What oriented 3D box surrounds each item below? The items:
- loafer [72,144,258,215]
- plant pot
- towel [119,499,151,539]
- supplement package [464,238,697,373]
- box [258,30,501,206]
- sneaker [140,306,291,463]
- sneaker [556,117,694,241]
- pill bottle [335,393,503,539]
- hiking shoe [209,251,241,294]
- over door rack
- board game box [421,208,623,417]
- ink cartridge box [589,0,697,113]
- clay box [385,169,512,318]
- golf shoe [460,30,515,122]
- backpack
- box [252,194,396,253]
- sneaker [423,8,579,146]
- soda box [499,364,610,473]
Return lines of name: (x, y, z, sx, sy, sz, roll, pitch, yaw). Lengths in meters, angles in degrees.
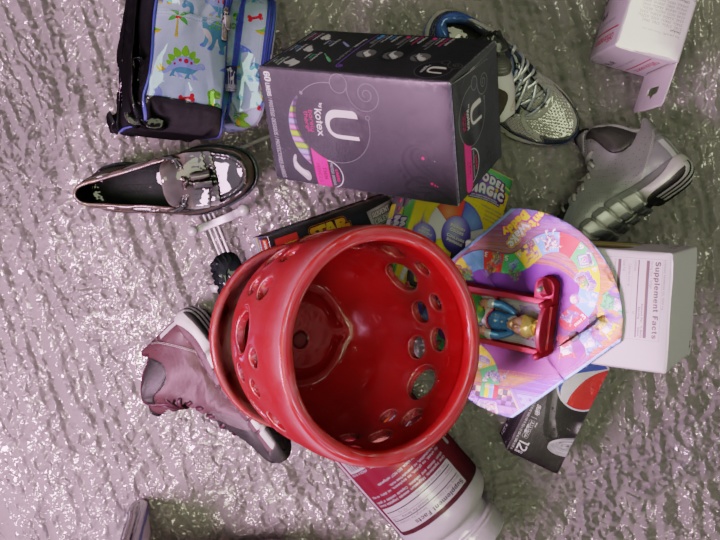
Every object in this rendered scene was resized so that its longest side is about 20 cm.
loafer: (-0.203, -0.086, 0.965, 0.200, 0.063, 0.072, -5, 101, 22)
plant pot: (-0.022, 0.061, 0.834, 0.200, 0.182, 0.201, 0, 90, -30)
towel: (-0.237, 0.363, 1.015, 0.024, 0.147, 0.201, -5, 97, -7)
supplement package: (0.213, 0.026, 0.914, 0.200, 0.114, 0.110, 5, 97, 29)
box: (0.020, -0.148, 0.882, 0.200, 0.106, 0.122, 10, 127, 28)
sneaker: (-0.170, 0.148, 1.036, 0.115, 0.076, 0.200, -36, 84, 9)
sneaker: (0.246, -0.088, 1.008, 0.200, 0.075, 0.116, -37, 68, 18)
pill bottle: (0.059, 0.220, 1.012, 0.113, 0.113, 0.200, -40, 94, 5)
hiking shoe: (-0.088, 0.044, 0.996, 0.087, 0.074, 0.200, -34, 129, -5)
over door rack: (-0.097, -0.076, 1.008, 0.200, 0.067, 0.148, -21, 96, 3)
board game box: (0.137, 0.041, 0.869, 0.200, 0.039, 0.158, -41, 75, 27)
ink cartridge box: (0.293, -0.269, 0.955, 0.068, 0.116, 0.200, 15, 95, 0)
clay box: (0.087, -0.047, 0.974, 0.115, 0.048, 0.200, 21, 81, -31)
golf shoe: (0.070, -0.178, 0.953, 0.078, 0.200, 0.095, -41, 118, -33)
backpack: (-0.166, -0.232, 0.942, 0.147, 0.183, 0.201, 4, 93, -22)
box: (0.000, 0.000, 0.975, 0.200, 0.040, 0.137, -21, 100, -28)
sneaker: (0.148, -0.199, 0.981, 0.200, 0.085, 0.077, 36, 95, -3)
soda box: (0.225, 0.112, 1.017, 0.063, 0.071, 0.200, 25, 95, 0)
